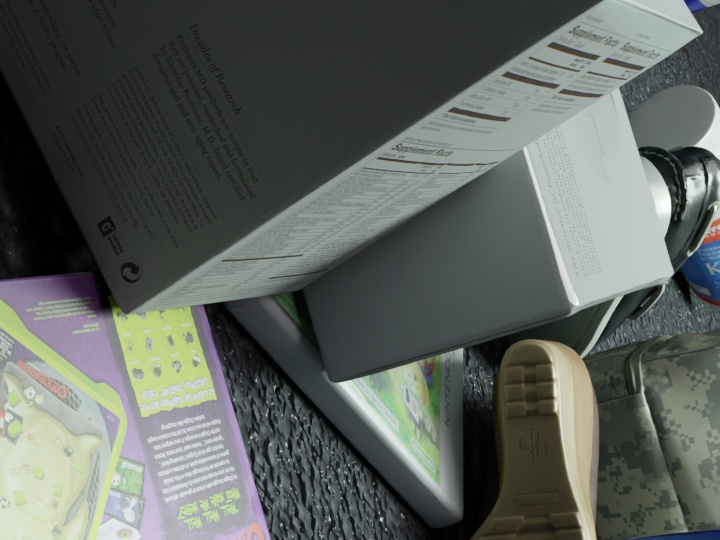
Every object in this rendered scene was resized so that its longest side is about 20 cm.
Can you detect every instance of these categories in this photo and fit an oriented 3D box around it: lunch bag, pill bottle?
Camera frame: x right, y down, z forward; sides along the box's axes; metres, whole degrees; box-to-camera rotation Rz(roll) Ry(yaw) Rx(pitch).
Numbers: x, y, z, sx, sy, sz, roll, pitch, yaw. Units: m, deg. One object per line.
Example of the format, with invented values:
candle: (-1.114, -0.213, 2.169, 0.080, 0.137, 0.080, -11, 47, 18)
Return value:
lunch bag: (0.231, 0.132, 1.040, 0.139, 0.167, 0.201, -11, 84, -66)
pill bottle: (0.302, -0.063, 1.415, 0.200, 0.112, 0.113, 49, 32, -41)

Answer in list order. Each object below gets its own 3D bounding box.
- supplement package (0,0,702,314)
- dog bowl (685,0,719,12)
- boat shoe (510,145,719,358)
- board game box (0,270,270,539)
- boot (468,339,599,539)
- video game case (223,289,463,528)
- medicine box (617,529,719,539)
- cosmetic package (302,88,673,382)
supplement package: (-0.009, -0.101, 0.601, 0.152, 0.199, 0.150, 62, 22, 9)
dog bowl: (0.314, -0.363, 1.703, 0.200, 0.078, 0.201, 46, 35, -45)
boat shoe: (0.143, -0.002, 0.933, 0.060, 0.200, 0.076, -15, 71, -26)
board game box: (-0.098, 0.062, 0.534, 0.200, 0.032, 0.121, -6, 74, -66)
boot: (0.099, 0.142, 0.865, 0.166, 0.072, 0.201, 50, 44, -69)
video game case: (0.000, 0.000, 0.805, 0.200, 0.022, 0.183, 50, 31, -41)
medicine box: (0.198, 0.277, 0.899, 0.183, 0.102, 0.201, 57, 39, -31)
cosmetic package: (0.045, -0.068, 0.771, 0.200, 0.122, 0.201, -8, 81, -68)
